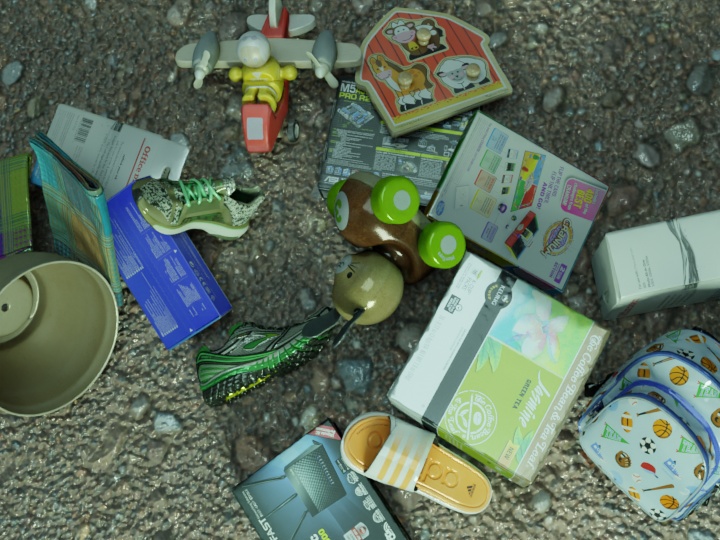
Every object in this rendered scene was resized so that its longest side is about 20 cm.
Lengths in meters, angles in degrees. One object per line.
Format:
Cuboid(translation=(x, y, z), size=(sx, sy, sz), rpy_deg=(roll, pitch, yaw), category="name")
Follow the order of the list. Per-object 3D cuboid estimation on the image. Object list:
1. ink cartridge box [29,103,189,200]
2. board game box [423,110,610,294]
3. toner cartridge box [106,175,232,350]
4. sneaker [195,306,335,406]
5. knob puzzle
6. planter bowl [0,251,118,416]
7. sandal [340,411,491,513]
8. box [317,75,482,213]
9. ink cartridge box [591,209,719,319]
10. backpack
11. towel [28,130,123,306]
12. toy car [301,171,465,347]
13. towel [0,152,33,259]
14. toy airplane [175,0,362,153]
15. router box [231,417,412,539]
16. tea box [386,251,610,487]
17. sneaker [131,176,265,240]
Cuboid(translation=(-0.327, -0.135, 1.347), size=(0.197, 0.068, 0.118), rpy_deg=(19, 83, 10), category="ink cartridge box")
Cuboid(translation=(0.196, -0.084, 1.265), size=(0.198, 0.040, 0.155), rpy_deg=(29, 81, -5), category="board game box")
Cuboid(translation=(-0.257, -0.009, 1.279), size=(0.094, 0.043, 0.202), rpy_deg=(-30, 94, 21), category="toner cartridge box")
Cuboid(translation=(-0.122, 0.093, 1.268), size=(0.197, 0.078, 0.086), rpy_deg=(-26, 75, 1), category="sneaker")
Cuboid(translation=(0.083, -0.285, 1.327), size=(0.215, 0.031, 0.223), rpy_deg=(-1, 58, 2), category="knob puzzle")
Cuboid(translation=(-0.426, 0.062, 1.264), size=(0.134, 0.200, 0.202), rpy_deg=(24, 79, 37), category="planter bowl")
Cuboid(translation=(0.077, 0.228, 1.193), size=(0.204, 0.059, 0.080), rpy_deg=(25, 72, -11), category="sandal")
Cuboid(translation=(0.053, -0.163, 1.325), size=(0.196, 0.044, 0.163), rpy_deg=(9, 78, 8), category="box")
Cuboid(translation=(0.386, -0.009, 1.199), size=(0.196, 0.146, 0.086), rpy_deg=(-11, 76, 3), category="ink cartridge box")
Cuboid(translation=(0.354, 0.169, 1.131), size=(0.199, 0.154, 0.192), rpy_deg=(40, 126, 13), category="backpack")
Cuboid(translation=(-0.357, -0.060, 1.263), size=(0.022, 0.202, 0.146), rpy_deg=(-33, 56, -32), category="towel")
Cuboid(translation=(0.000, 0.000, 1.203), size=(0.157, 0.164, 0.201), rpy_deg=(40, 77, -21), category="toy car")
Cuboid(translation=(-0.513, -0.067, 1.344), size=(0.197, 0.023, 0.146), rpy_deg=(-17, 73, 24), category="towel")
Cuboid(translation=(-0.123, -0.281, 1.320), size=(0.199, 0.141, 0.200), rpy_deg=(-40, 72, -1), category="toy airplane")
Cuboid(translation=(-0.043, 0.305, 1.218), size=(0.149, 0.062, 0.201), rpy_deg=(-36, 76, -1), category="router box")
Cuboid(translation=(0.164, 0.121, 1.201), size=(0.195, 0.134, 0.202), rpy_deg=(28, 81, 11), category="tea box")
Cuboid(translation=(-0.198, -0.096, 1.255), size=(0.088, 0.198, 0.078), rpy_deg=(-38, 67, 30), category="sneaker")
